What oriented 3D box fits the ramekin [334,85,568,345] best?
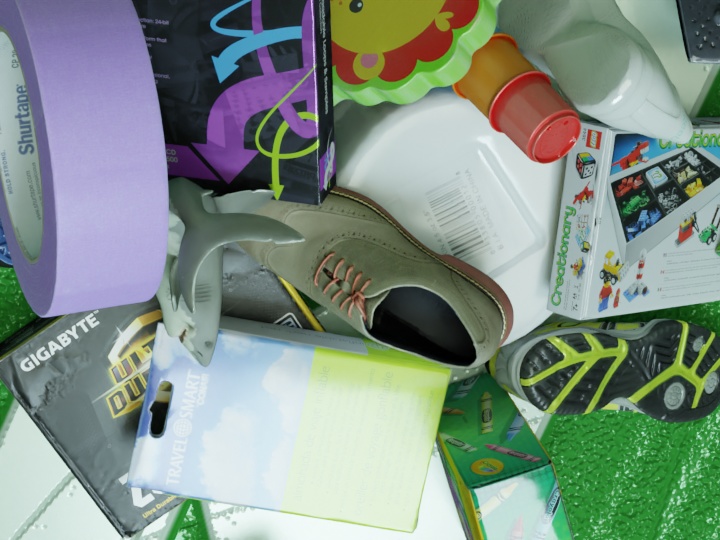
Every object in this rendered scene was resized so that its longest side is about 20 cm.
[{"bbox_3d":[0.061,-0.039,1.206,0.200,0.098,0.201,-2,104,-8],"label":"ramekin"}]

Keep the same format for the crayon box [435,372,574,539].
[{"bbox_3d":[0.097,0.157,1.204,0.058,0.200,0.119,-18,105,-2],"label":"crayon box"}]

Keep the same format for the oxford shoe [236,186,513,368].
[{"bbox_3d":[0.000,0.000,1.113,0.200,0.075,0.071,23,110,8],"label":"oxford shoe"}]

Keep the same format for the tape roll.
[{"bbox_3d":[-0.170,-0.076,1.037,0.066,0.200,0.201,-10,105,-20],"label":"tape roll"}]

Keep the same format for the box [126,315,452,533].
[{"bbox_3d":[-0.049,0.101,1.201,0.200,0.048,0.122,10,101,-10],"label":"box"}]

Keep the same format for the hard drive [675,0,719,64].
[{"bbox_3d":[0.306,-0.206,1.206,0.200,0.042,0.135,-8,79,-5],"label":"hard drive"}]

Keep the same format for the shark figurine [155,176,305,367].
[{"bbox_3d":[-0.087,-0.029,1.065,0.089,0.214,0.128,-19,79,-14],"label":"shark figurine"}]

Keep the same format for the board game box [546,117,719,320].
[{"bbox_3d":[0.208,-0.039,1.203,0.200,0.035,0.127,-5,107,-45],"label":"board game box"}]

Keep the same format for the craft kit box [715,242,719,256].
[{"bbox_3d":[0.376,-0.040,1.247,0.200,0.049,0.198,35,74,-14],"label":"craft kit box"}]

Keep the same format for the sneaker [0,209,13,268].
[{"bbox_3d":[-0.173,-0.066,1.188,0.200,0.078,0.070,-31,104,-22],"label":"sneaker"}]

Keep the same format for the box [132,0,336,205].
[{"bbox_3d":[-0.089,-0.141,1.077,0.143,0.036,0.200,7,120,15],"label":"box"}]

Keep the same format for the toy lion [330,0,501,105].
[{"bbox_3d":[-0.014,-0.170,1.127,0.200,0.069,0.192,-47,65,5],"label":"toy lion"}]

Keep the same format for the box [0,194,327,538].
[{"bbox_3d":[-0.128,0.066,1.231,0.200,0.049,0.160,-34,107,1],"label":"box"}]

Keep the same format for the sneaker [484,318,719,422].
[{"bbox_3d":[0.178,0.063,1.256,0.200,0.076,0.076,8,96,-33],"label":"sneaker"}]

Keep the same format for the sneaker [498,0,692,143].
[{"bbox_3d":[0.154,-0.142,1.157,0.088,0.200,0.075,28,115,-32],"label":"sneaker"}]

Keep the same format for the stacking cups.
[{"bbox_3d":[0.068,-0.139,1.138,0.060,0.200,0.061,-25,145,-19],"label":"stacking cups"}]
